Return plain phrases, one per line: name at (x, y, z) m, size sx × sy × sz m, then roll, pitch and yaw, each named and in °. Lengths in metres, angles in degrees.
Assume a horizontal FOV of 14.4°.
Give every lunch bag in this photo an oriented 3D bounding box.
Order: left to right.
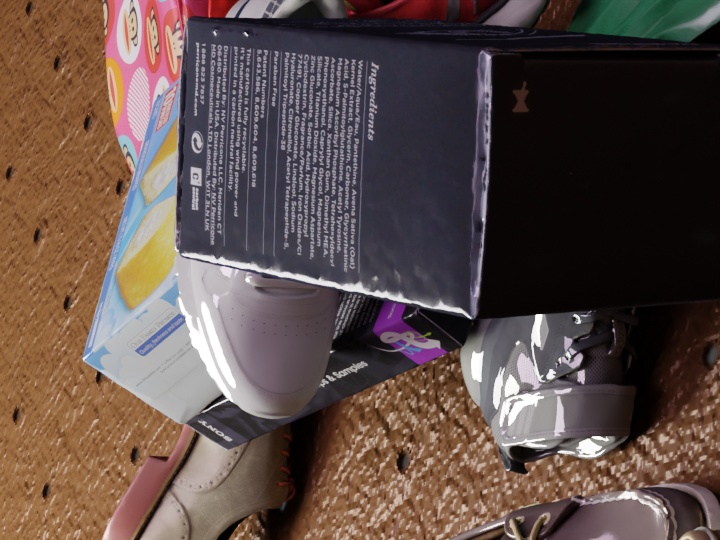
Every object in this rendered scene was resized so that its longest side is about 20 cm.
lunch bag at (-0.093, -0.154, 1.616) m, size 0.176 × 0.081 × 0.202 m, roll 131°, pitch 134°, yaw -67°

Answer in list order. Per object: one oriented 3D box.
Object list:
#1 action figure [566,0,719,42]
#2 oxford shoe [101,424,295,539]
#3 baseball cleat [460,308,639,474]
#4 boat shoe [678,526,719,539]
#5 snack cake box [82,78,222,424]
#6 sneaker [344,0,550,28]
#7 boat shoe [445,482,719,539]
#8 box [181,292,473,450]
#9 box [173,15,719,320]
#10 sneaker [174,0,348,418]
action figure at (0.131, -0.115, 1.278) m, size 0.200 × 0.054 × 0.119 m, roll 122°, pitch 147°, yaw -42°
oxford shoe at (-0.056, 0.088, 1.528) m, size 0.201 × 0.075 × 0.070 m, roll -57°, pitch -12°, yaw 11°
baseball cleat at (0.111, 0.012, 1.254) m, size 0.201 × 0.069 × 0.107 m, roll -61°, pitch 36°, yaw 42°
boat shoe at (0.117, 0.191, 1.145) m, size 0.073 × 0.062 × 0.201 m, roll 44°, pitch 116°, yaw 58°
snack cake box at (-0.064, -0.035, 1.438) m, size 0.115 × 0.067 × 0.201 m, roll -40°, pitch 26°, yaw 36°
sneaker at (0.020, -0.123, 1.345) m, size 0.200 × 0.084 × 0.077 m, roll 131°, pitch 152°, yaw -50°
boat shoe at (0.080, 0.135, 1.243) m, size 0.200 × 0.059 × 0.072 m, roll -29°, pitch 52°, yaw 53°
box at (0.000, 0.000, 1.393) m, size 0.200 × 0.036 × 0.144 m, roll -24°, pitch 36°, yaw 49°
box at (0.039, -0.047, 1.169) m, size 0.199 × 0.147 × 0.105 m, roll 12°, pitch 102°, yaw 51°
sneaker at (-0.037, -0.034, 1.291) m, size 0.080 × 0.076 × 0.202 m, roll 174°, pitch 97°, yaw -69°
